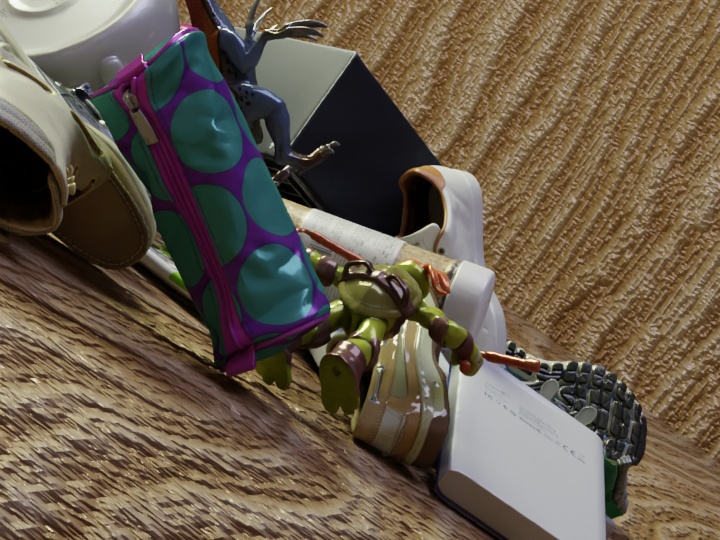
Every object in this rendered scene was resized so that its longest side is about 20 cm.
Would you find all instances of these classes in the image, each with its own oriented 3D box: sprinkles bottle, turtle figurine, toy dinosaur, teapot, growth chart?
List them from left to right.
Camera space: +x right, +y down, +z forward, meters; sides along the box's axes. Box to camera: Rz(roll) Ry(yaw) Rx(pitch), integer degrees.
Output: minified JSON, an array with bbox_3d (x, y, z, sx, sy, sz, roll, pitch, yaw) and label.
[{"bbox_3d":[-0.215,-0.151,1.665,0.196,0.201,0.147,1,-46,15],"label":"teapot"},{"bbox_3d":[-0.118,0.005,1.610,0.144,0.018,0.200,36,4,15],"label":"growth chart"},{"bbox_3d":[-0.091,-0.148,1.635,0.105,0.200,0.182,-24,-75,50],"label":"toy dinosaur"},{"bbox_3d":[0.000,0.000,1.690,0.198,0.069,0.068,20,3,8],"label":"sprinkles bottle"},{"bbox_3d":[0.013,0.033,1.473,0.199,0.065,0.161,31,38,16],"label":"turtle figurine"}]

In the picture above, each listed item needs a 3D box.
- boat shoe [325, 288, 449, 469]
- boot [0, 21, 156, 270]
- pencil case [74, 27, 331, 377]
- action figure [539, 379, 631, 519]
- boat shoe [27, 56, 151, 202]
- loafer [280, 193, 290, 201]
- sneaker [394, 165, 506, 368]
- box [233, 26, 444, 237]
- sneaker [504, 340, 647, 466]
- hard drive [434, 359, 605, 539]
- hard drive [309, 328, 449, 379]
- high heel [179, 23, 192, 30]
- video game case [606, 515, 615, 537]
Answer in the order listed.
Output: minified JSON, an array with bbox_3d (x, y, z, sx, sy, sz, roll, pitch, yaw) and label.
[{"bbox_3d":[0.013,0.056,1.549,0.076,0.072,0.200,14,26,-13],"label":"boat shoe"},{"bbox_3d":[-0.189,-0.052,1.340,0.200,0.072,0.155,53,7,-28],"label":"boot"},{"bbox_3d":[-0.093,-0.041,1.367,0.201,0.085,0.092,64,26,-3],"label":"pencil case"},{"bbox_3d":[0.188,0.159,1.867,0.118,0.055,0.200,38,-11,31],"label":"action figure"},{"bbox_3d":[-0.207,-0.089,1.531,0.200,0.072,0.071,49,30,22],"label":"boat shoe"},{"bbox_3d":[-0.041,-0.019,1.796,0.200,0.071,0.073,41,39,-36],"label":"loafer"},{"bbox_3d":[0.062,0.012,1.818,0.084,0.072,0.202,11,64,-48],"label":"sneaker"},{"bbox_3d":[-0.049,-0.095,1.901,0.199,0.124,0.199,17,-23,45],"label":"box"},{"bbox_3d":[0.159,0.118,1.969,0.199,0.079,0.090,26,-28,-3],"label":"sneaker"},{"bbox_3d":[0.115,0.137,1.575,0.131,0.025,0.200,35,21,-9],"label":"hard drive"},{"bbox_3d":[0.017,0.068,1.695,0.131,0.027,0.200,24,13,-21],"label":"hard drive"},{"bbox_3d":[-0.123,-0.101,1.759,0.095,0.067,0.202,10,-59,45],"label":"high heel"},{"bbox_3d":[0.094,0.135,1.788,0.200,0.023,0.182,32,6,-47],"label":"video game case"}]
